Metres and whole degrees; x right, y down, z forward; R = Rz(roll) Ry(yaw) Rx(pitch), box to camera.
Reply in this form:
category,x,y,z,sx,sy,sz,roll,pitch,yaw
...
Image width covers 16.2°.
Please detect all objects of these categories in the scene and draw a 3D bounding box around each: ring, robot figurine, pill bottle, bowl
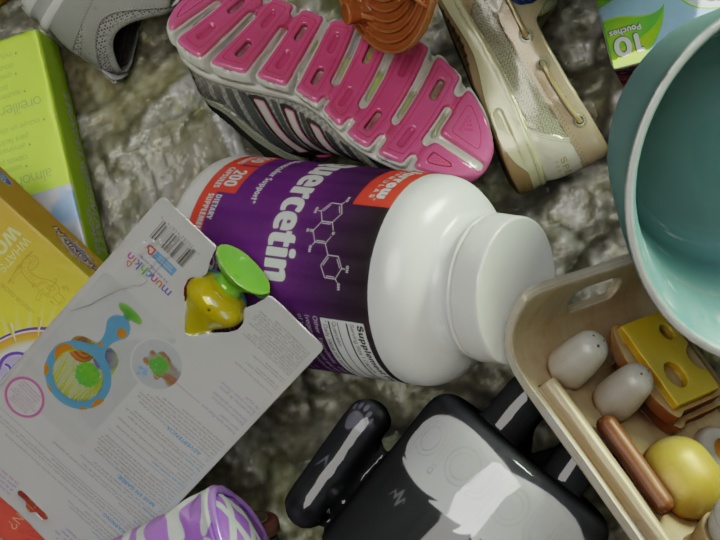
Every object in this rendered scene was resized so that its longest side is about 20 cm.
category,x,y,z,sx,sy,sz,roll,pitch,yaw
ring,-0.003,-0.211,1.317,0.019,0.200,0.201,-12,77,-19
robot figurine,0.052,0.147,1.343,0.200,0.125,0.150,-51,45,2
pill bottle,0.000,0.000,1.353,0.199,0.112,0.113,6,83,35
bowl,0.210,-0.060,1.320,0.200,0.105,0.202,-5,107,-17

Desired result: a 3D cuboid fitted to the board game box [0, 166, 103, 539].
category,x,y,z,sx,sy,sz,roll,pitch,yaw
board game box,-0.190,0.055,1.404,0.200,0.040,0.153,42,104,-5

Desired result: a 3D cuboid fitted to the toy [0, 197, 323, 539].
category,x,y,z,sx,sy,sz,roll,pitch,yaw
toy,-0.118,0.062,1.349,0.115,0.047,0.200,42,116,-2

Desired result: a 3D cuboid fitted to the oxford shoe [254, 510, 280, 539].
category,x,y,z,sx,sy,sz,roll,pitch,yaw
oxford shoe,-0.124,0.197,1.413,0.199,0.071,0.074,-27,95,13

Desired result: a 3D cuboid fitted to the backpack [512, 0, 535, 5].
category,x,y,z,sx,sy,sz,roll,pitch,yaw
backpack,0.101,-0.233,1.305,0.153,0.200,0.192,-10,85,19

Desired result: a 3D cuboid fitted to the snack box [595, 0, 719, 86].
category,x,y,z,sx,sy,sz,roll,pitch,yaw
snack box,0.187,-0.218,1.399,0.142,0.053,0.201,-15,78,13

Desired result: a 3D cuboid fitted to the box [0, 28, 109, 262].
category,x,y,z,sx,sy,sz,roll,pitch,yaw
box,-0.214,-0.027,1.469,0.121,0.048,0.201,-16,80,11

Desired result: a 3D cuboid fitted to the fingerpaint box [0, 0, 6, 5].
category,x,y,z,sx,sy,sz,roll,pitch,yaw
fingerpaint box,-0.253,-0.206,1.426,0.167,0.200,0.074,-36,74,7

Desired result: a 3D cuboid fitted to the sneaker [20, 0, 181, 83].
category,x,y,z,sx,sy,sz,roll,pitch,yaw
sneaker,-0.109,-0.188,1.437,0.082,0.075,0.200,47,129,1

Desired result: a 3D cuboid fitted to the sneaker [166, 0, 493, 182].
category,x,y,z,sx,sy,sz,roll,pitch,yaw
sneaker,-0.014,-0.092,1.413,0.199,0.088,0.074,23,67,16

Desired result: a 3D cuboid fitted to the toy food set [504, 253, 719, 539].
category,x,y,z,sx,sy,sz,roll,pitch,yaw
toy food set,0.177,0.079,1.306,0.060,0.143,0.200,-46,72,37

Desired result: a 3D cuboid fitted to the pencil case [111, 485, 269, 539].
category,x,y,z,sx,sy,sz,roll,pitch,yaw
pencil case,-0.133,0.191,1.333,0.200,0.084,0.086,-32,62,15

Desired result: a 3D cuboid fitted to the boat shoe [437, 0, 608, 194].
category,x,y,z,sx,sy,sz,roll,pitch,yaw
boat shoe,0.079,-0.145,1.408,0.065,0.072,0.201,-22,83,4
